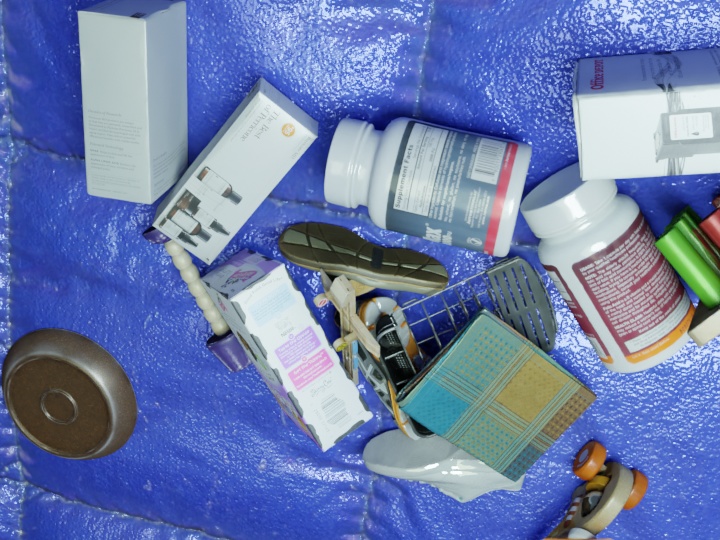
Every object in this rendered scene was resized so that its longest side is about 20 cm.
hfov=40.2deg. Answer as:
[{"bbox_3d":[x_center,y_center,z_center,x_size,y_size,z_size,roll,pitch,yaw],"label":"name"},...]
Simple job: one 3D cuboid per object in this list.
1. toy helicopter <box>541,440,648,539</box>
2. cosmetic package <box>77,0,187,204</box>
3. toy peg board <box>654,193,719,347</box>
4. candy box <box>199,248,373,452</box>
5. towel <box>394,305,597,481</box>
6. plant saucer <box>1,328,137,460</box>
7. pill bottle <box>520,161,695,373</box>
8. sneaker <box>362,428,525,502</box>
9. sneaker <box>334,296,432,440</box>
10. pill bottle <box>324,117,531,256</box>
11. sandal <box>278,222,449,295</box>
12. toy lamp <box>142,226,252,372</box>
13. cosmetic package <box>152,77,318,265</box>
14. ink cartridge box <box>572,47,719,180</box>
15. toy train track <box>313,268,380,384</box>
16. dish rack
[{"bbox_3d":[0.249,0.305,1.144,0.079,0.132,0.201,34,118,-3],"label":"toy helicopter"},{"bbox_3d":[-0.242,-0.187,1.062,0.080,0.113,0.202,8,114,10],"label":"cosmetic package"},{"bbox_3d":[0.377,-0.048,0.927,0.199,0.200,0.098,-43,84,26],"label":"toy peg board"},{"bbox_3d":[-0.086,0.083,1.101,0.071,0.168,0.201,-34,107,-13],"label":"candy box"},{"bbox_3d":[0.151,0.140,1.080,0.199,0.022,0.147,35,105,-28],"label":"towel"},{"bbox_3d":[-0.395,0.174,1.307,0.198,0.035,0.202,6,115,13],"label":"plant saucer"},{"bbox_3d":[0.254,-0.006,1.014,0.113,0.114,0.201,-27,105,23],"label":"pill bottle"},{"bbox_3d":[0.102,0.245,1.195,0.197,0.076,0.089,-1,125,13],"label":"sneaker"},{"bbox_3d":[0.034,0.112,1.154,0.077,0.078,0.202,5,126,46],"label":"sneaker"},{"bbox_3d":[0.069,-0.093,1.019,0.198,0.120,0.121,14,116,9],"label":"pill bottle"},{"bbox_3d":[0.000,0.000,1.107,0.198,0.081,0.054,15,124,2],"label":"sandal"},{"bbox_3d":[-0.187,0.030,1.177,0.058,0.058,0.201,-20,107,22],"label":"toy lamp"},{"bbox_3d":[-0.139,-0.106,1.085,0.082,0.051,0.200,34,112,-21],"label":"cosmetic package"},{"bbox_3d":[0.301,-0.150,0.919,0.198,0.145,0.084,-2,114,15],"label":"ink cartridge box"},{"bbox_3d":[-0.023,0.075,1.073,0.115,0.032,0.201,52,161,29],"label":"toy train track"},{"bbox_3d":[0.123,0.080,1.082,0.198,0.055,0.154,-24,120,2],"label":"dish rack"}]
